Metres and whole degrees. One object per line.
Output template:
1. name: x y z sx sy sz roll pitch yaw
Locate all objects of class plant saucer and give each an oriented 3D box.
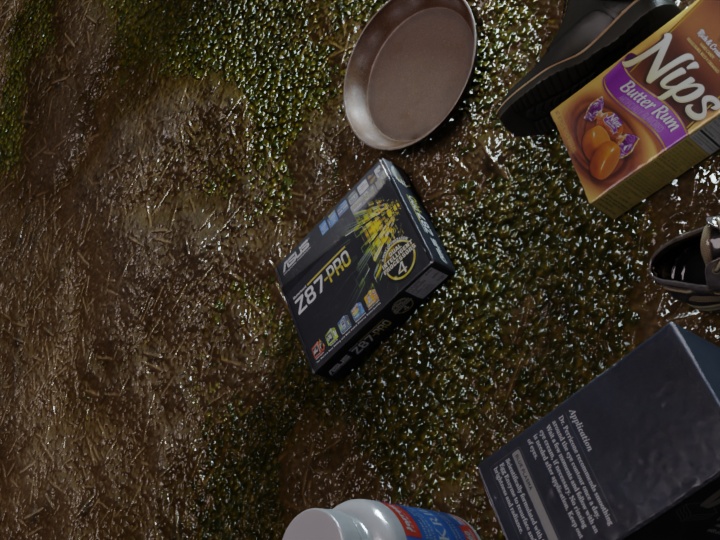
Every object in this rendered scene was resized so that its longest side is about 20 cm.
1. plant saucer: 0.062 -0.232 1.256 0.198 0.034 0.204 -17 64 38

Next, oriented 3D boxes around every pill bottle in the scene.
1. pill bottle: 0.022 0.273 1.002 0.111 0.198 0.115 -16 65 37

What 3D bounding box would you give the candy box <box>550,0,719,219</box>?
1. candy box: 0.284 -0.154 1.006 0.199 0.056 0.118 -36 53 27

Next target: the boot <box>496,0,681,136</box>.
1. boot: 0.212 -0.239 1.100 0.198 0.077 0.140 -32 51 15

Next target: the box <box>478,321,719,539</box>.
1. box: 0.234 0.163 0.844 0.199 0.195 0.119 -41 51 25

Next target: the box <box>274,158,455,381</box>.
1. box: 0.000 0.000 1.224 0.200 0.049 0.163 -43 48 25

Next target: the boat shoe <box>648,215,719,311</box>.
1. boat shoe: 0.307 -0.008 0.872 0.200 0.072 0.076 145 131 -63
